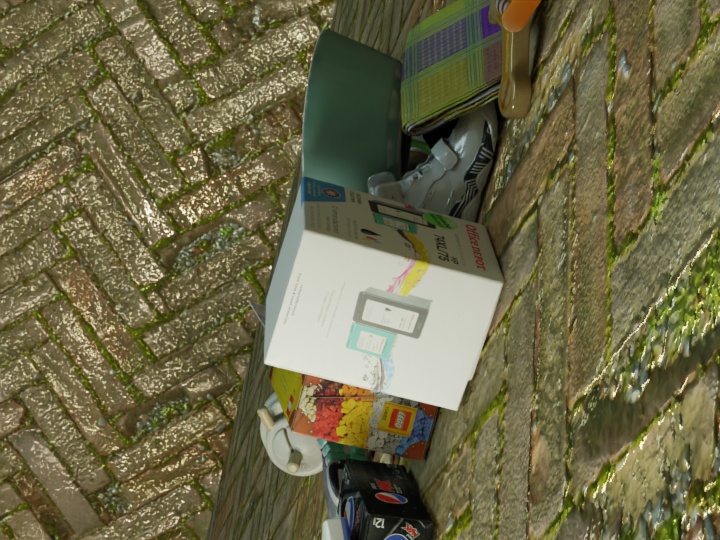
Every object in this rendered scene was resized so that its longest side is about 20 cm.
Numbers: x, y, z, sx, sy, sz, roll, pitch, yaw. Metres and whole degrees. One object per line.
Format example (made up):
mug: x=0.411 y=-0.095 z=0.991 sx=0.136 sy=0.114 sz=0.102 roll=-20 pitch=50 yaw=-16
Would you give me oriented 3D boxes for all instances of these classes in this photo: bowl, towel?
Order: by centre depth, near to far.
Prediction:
towel: x=0.106 y=-0.228 z=1.565 sx=0.143 sy=0.023 sz=0.201 roll=-26 pitch=36 yaw=21
bowl: x=0.003 y=-0.167 z=1.647 sx=0.201 sy=0.104 sz=0.203 roll=5 pitch=-90 yaw=-83

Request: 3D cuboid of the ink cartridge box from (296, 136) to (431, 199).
ink cartridge box: x=0.004 y=-0.127 z=1.934 sx=0.084 sy=0.143 sz=0.201 roll=-86 pitch=13 yaw=-48

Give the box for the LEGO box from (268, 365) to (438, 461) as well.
LEGO box: x=-0.011 y=0.126 z=1.597 sx=0.200 sy=0.147 sz=0.078 roll=-129 pitch=54 yaw=-74

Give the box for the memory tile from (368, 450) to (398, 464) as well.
memory tile: x=0.025 y=0.196 z=1.755 sx=0.154 sy=0.017 sz=0.202 roll=114 pitch=166 yaw=-52

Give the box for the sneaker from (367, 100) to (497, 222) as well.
sneaker: x=0.073 y=-0.103 z=1.548 sx=0.075 sy=0.114 sz=0.202 roll=-112 pitch=36 yaw=-75

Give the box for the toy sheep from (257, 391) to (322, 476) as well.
toy sheep: x=-0.081 y=0.216 z=2.036 sx=0.200 sy=0.137 sz=0.139 roll=-66 pitch=-5 yaw=-58

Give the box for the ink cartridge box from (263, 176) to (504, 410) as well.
ink cartridge box: x=0.019 y=0.022 z=1.434 sx=0.147 sy=0.198 sz=0.147 roll=-98 pitch=24 yaw=-66

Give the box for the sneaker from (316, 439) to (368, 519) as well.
sneaker: x=-0.025 y=0.227 z=1.751 sx=0.201 sy=0.074 sz=0.088 roll=-90 pitch=11 yaw=-52

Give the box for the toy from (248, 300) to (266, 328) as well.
toy: x=-0.055 y=0.112 z=1.891 sx=0.047 sy=0.115 sz=0.201 roll=-40 pitch=61 yaw=11

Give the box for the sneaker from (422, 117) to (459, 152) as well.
sneaker: x=0.093 y=-0.174 z=1.678 sx=0.200 sy=0.069 sz=0.101 roll=131 pitch=148 yaw=-74

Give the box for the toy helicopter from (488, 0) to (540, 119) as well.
toy helicopter: x=0.158 y=-0.250 z=1.430 sx=0.132 sy=0.078 sz=0.202 roll=166 pitch=106 yaw=-71

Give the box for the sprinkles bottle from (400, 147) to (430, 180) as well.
sprinkles bottle: x=0.072 y=-0.095 z=1.704 sx=0.200 sy=0.068 sz=0.069 roll=-114 pitch=38 yaw=-75

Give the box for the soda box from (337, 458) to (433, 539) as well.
soda box: x=0.022 y=0.253 z=1.502 sx=0.200 sy=0.070 sz=0.064 roll=-130 pitch=49 yaw=-79

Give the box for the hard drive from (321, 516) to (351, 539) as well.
hard drive: x=-0.010 y=0.359 z=1.443 sx=0.132 sy=0.025 sz=0.202 roll=96 pitch=164 yaw=-65
